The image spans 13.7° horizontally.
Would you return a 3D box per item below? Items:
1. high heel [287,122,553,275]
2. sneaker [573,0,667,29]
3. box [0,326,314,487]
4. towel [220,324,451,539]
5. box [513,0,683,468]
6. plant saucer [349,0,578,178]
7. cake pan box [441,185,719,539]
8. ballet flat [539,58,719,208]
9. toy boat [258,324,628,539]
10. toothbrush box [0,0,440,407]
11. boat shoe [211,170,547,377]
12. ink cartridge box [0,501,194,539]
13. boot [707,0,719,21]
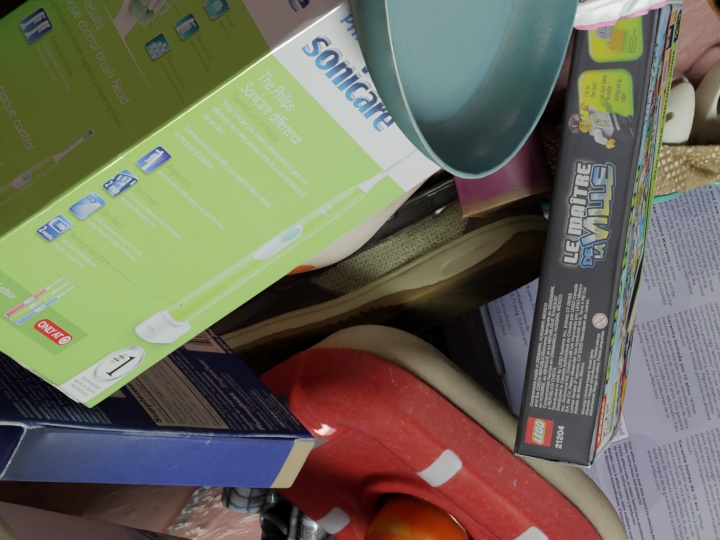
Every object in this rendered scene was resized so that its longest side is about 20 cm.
[{"bbox_3d":[-0.014,-0.054,1.319,0.199,0.096,0.067,-16,174,14],"label":"high heel"},{"bbox_3d":[0.131,-0.176,1.220,0.200,0.080,0.086,-28,131,-1],"label":"sneaker"},{"bbox_3d":[-0.126,0.042,1.259,0.200,0.121,0.032,8,119,-47],"label":"box"},{"bbox_3d":[0.043,0.082,1.550,0.199,0.086,0.166,-13,148,-31],"label":"towel"},{"bbox_3d":[0.104,-0.021,1.305,0.035,0.201,0.110,9,-173,10],"label":"box"},{"bbox_3d":[0.039,-0.135,1.097,0.027,0.201,0.200,6,165,23],"label":"plant saucer"},{"bbox_3d":[0.140,0.058,1.482,0.184,0.201,0.052,-16,180,-28],"label":"cake pan box"},{"bbox_3d":[0.154,-0.070,1.438,0.200,0.070,0.066,-9,120,-41],"label":"ballet flat"},{"bbox_3d":[0.024,0.129,1.351,0.130,0.200,0.131,-33,-159,56],"label":"toy boat"},{"bbox_3d":[-0.071,-0.052,1.151,0.200,0.086,0.146,-33,152,8],"label":"toothbrush box"},{"bbox_3d":[0.000,0.000,1.385,0.199,0.065,0.073,-20,161,24],"label":"boat shoe"},{"bbox_3d":[-0.090,0.214,1.389,0.199,0.146,0.147,15,103,-31],"label":"ink cartridge box"},{"bbox_3d":[0.241,-0.156,1.295,0.188,0.069,0.200,-22,176,11],"label":"boot"}]
